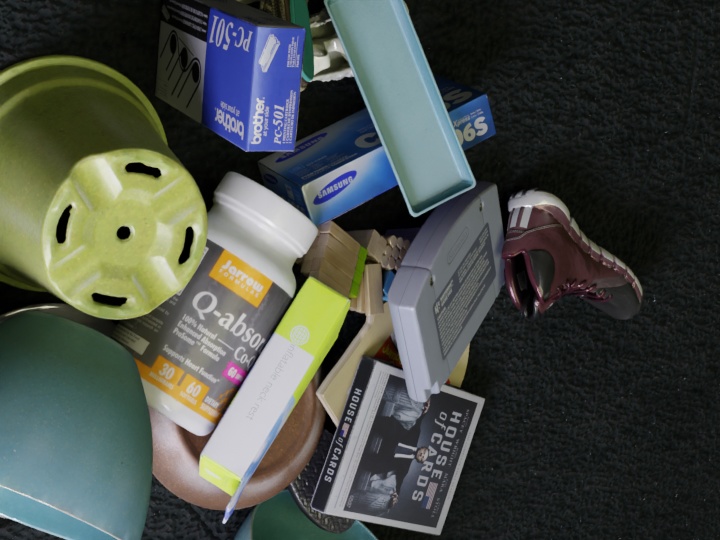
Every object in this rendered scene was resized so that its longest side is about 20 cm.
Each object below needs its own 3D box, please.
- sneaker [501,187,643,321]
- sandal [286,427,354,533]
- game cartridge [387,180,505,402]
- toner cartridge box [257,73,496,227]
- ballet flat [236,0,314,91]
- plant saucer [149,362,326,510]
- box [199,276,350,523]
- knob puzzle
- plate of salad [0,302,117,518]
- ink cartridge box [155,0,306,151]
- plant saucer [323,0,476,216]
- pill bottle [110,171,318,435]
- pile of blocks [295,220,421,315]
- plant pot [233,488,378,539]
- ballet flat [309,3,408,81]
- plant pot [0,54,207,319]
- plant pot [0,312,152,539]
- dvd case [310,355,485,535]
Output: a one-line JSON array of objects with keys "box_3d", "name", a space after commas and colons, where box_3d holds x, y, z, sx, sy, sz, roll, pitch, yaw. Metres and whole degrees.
[{"box_3d": [0.204, 0.019, 1.393, 0.200, 0.075, 0.116, 40, 56, -25], "name": "sneaker"}, {"box_3d": [-0.069, 0.168, 1.324, 0.075, 0.045, 0.201, -47, 107, -26], "name": "sandal"}, {"box_3d": [0.085, 0.010, 1.301, 0.200, 0.041, 0.134, -53, 137, -43], "name": "game cartridge"}, {"box_3d": [0.015, -0.111, 1.245, 0.198, 0.095, 0.044, -28, 118, -19], "name": "toner cartridge box"}, {"box_3d": [-0.071, -0.235, 1.149, 0.068, 0.074, 0.203, 46, 44, -56], "name": "ballet flat"}, {"box_3d": [-0.110, 0.119, 1.253, 0.198, 0.037, 0.204, 0, 90, -29], "name": "plant saucer"}, {"box_3d": [-0.080, 0.113, 1.180, 0.047, 0.122, 0.201, 31, 73, 3], "name": "box"}, {"box_3d": [0.043, 0.094, 1.365, 0.218, 0.030, 0.223, -22, 121, -42], "name": "knob puzzle"}, {"box_3d": [-0.273, 0.127, 1.190, 0.198, 0.048, 0.203, -11, 112, -27], "name": "plate of salad"}, {"box_3d": [-0.108, -0.163, 1.089, 0.044, 0.200, 0.095, -3, 109, -29], "name": "ink cartridge box"}, {"box_3d": [0.033, -0.152, 1.188, 0.069, 0.019, 0.202, -26, 100, -19], "name": "plant saucer"}, {"box_3d": [-0.125, 0.026, 1.158, 0.116, 0.116, 0.201, 36, 82, -34], "name": "pill bottle"}, {"box_3d": [0.000, 0.000, 1.271, 0.199, 0.062, 0.083, 1, 87, -52], "name": "pile of blocks"}, {"box_3d": [-0.062, 0.332, 1.319, 0.199, 0.201, 0.135, 24, 119, -34], "name": "plant pot"}, {"box_3d": [-0.031, -0.191, 1.207, 0.198, 0.072, 0.073, -22, 117, -23], "name": "ballet flat"}, {"box_3d": [-0.211, -0.052, 1.079, 0.198, 0.184, 0.203, -11, 113, -27], "name": "plant pot"}, {"box_3d": [-0.236, 0.112, 1.029, 0.199, 0.199, 0.136, 35, 66, -34], "name": "plant pot"}, {"box_3d": [0.041, 0.176, 1.350, 0.199, 0.025, 0.152, 22, 86, -50], "name": "dvd case"}]
